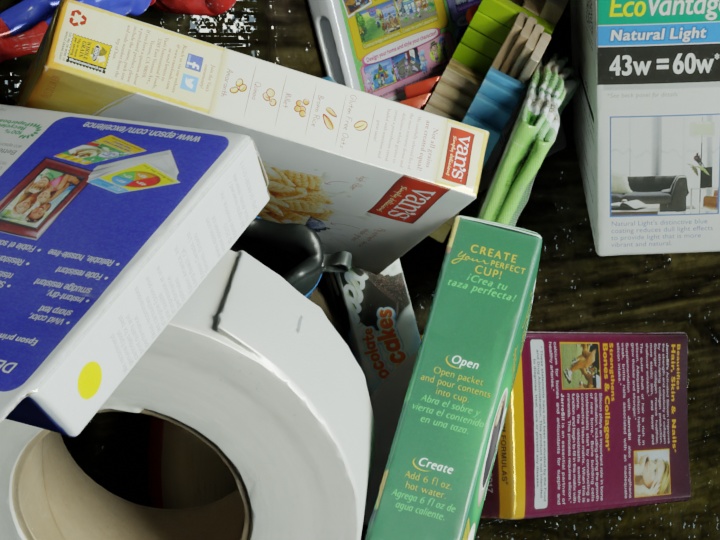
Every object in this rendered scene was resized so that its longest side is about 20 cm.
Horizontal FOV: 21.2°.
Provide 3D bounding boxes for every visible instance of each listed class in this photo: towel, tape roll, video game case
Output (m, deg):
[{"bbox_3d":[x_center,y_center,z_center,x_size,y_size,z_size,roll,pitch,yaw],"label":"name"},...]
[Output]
[{"bbox_3d":[0.084,-0.036,1.096,0.200,0.031,0.149,-63,173,-71],"label":"towel"},{"bbox_3d":[-0.094,0.085,0.853,0.071,0.202,0.203,-77,145,-60],"label":"tape roll"},{"bbox_3d":[0.048,-0.135,1.180,0.200,0.022,0.182,-28,109,-46],"label":"video game case"}]

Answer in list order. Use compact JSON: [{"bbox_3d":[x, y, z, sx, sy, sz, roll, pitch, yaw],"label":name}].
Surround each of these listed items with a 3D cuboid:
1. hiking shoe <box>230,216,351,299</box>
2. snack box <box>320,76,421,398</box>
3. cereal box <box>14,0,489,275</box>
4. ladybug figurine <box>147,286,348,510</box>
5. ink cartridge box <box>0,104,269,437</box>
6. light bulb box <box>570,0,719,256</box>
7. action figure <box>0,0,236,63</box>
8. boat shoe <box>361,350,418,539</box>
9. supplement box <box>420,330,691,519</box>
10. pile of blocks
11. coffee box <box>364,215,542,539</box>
[{"bbox_3d":[-0.112,-0.010,0.893,0.200,0.087,0.074,4,64,-24],"label":"hiking shoe"},{"bbox_3d":[0.000,0.000,1.049,0.037,0.116,0.200,-16,104,-4],"label":"snack box"},{"bbox_3d":[-0.058,-0.057,0.892,0.200,0.144,0.040,17,71,-13],"label":"cereal box"},{"bbox_3d":[-0.060,0.097,0.998,0.136,0.072,0.200,8,81,-49],"label":"ladybug figurine"},{"bbox_3d":[-0.168,0.007,0.779,0.200,0.197,0.047,-54,140,-35],"label":"ink cartridge box"},{"bbox_3d":[0.194,-0.140,1.176,0.198,0.125,0.200,-88,175,-63],"label":"light bulb box"},{"bbox_3d":[-0.123,-0.161,0.942,0.200,0.065,0.099,-20,115,-48],"label":"action figure"},{"bbox_3d":[0.025,0.136,0.987,0.066,0.072,0.200,41,63,-61],"label":"boat shoe"},{"bbox_3d":[0.118,0.093,1.197,0.200,0.086,0.111,3,85,-49],"label":"supplement box"},{"bbox_3d":[0.061,-0.108,1.119,0.062,0.082,0.200,28,55,0],"label":"pile of blocks"},{"bbox_3d":[0.038,0.088,0.891,0.123,0.044,0.200,82,23,-70],"label":"coffee box"}]
